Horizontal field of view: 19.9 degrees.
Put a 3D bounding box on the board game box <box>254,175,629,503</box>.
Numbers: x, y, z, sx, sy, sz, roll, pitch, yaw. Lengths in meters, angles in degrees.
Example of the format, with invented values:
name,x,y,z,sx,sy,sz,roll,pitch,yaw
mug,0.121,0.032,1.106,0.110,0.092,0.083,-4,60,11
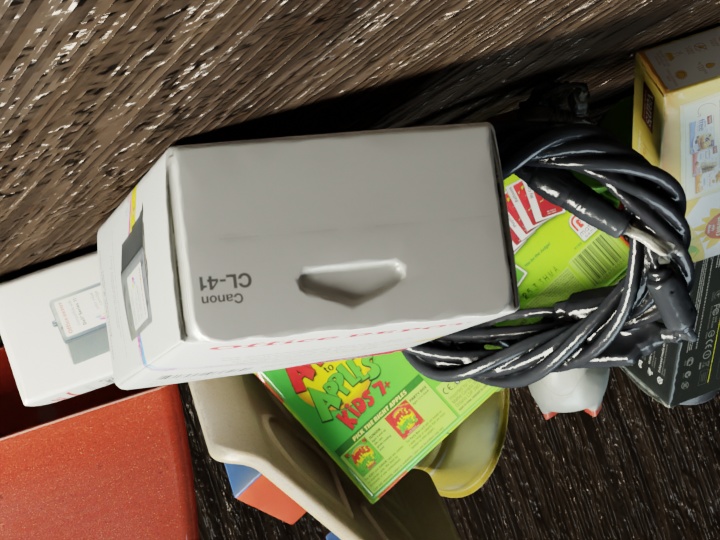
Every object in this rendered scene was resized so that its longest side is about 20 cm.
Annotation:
name,x,y,z,sx,sy,sz,roll,pitch,yaw
board game box,0.048,0.022,1.137,0.200,0.102,0.048,-43,178,6

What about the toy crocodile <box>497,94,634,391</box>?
name,x,y,z,sx,sy,sz,roll,pitch,yaw
toy crocodile,0.123,-0.018,1.203,0.201,0.062,0.068,-63,180,-17

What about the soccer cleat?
name,x,y,z,sx,sy,sz,roll,pitch,yaw
soccer cleat,0.130,0.011,1.305,0.069,0.078,0.200,-7,-146,7

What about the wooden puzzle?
name,x,y,z,sx,sy,sz,roll,pitch,yaw
wooden puzzle,-0.025,0.121,1.186,0.046,0.200,0.185,-48,-155,10

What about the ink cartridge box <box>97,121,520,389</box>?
name,x,y,z,sx,sy,sz,roll,pitch,yaw
ink cartridge box,-0.030,-0.003,0.915,0.147,0.086,0.200,-6,172,-16

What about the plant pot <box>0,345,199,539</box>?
name,x,y,z,sx,sy,sz,roll,pitch,yaw
plant pot,-0.204,0.155,1.428,0.199,0.177,0.200,-17,-162,-4

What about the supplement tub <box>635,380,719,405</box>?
name,x,y,z,sx,sy,sz,roll,pitch,yaw
supplement tub,0.244,-0.002,1.416,0.107,0.107,0.201,-16,136,-31

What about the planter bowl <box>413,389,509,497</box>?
name,x,y,z,sx,sy,sz,roll,pitch,yaw
planter bowl,0.009,0.057,1.330,0.083,0.201,0.200,-11,174,-27

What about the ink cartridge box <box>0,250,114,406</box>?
name,x,y,z,sx,sy,sz,roll,pitch,yaw
ink cartridge box,-0.131,0.024,1.113,0.199,0.068,0.117,-19,178,-3

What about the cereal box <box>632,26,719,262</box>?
name,x,y,z,sx,sy,sz,roll,pitch,yaw
cereal box,0.238,-0.082,1.067,0.199,0.040,0.144,-18,142,-9

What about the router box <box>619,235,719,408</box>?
name,x,y,z,sx,sy,sz,roll,pitch,yaw
router box,0.233,-0.033,1.206,0.149,0.201,0.062,-15,-142,-28

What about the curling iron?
name,x,y,z,sx,sy,sz,roll,pitch,yaw
curling iron,0.053,-0.060,1.077,0.049,0.026,0.200,-2,167,-36

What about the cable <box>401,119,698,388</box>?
name,x,y,z,sx,sy,sz,roll,pitch,yaw
cable,0.069,-0.007,1.041,0.199,0.164,0.051,-1,-134,24
